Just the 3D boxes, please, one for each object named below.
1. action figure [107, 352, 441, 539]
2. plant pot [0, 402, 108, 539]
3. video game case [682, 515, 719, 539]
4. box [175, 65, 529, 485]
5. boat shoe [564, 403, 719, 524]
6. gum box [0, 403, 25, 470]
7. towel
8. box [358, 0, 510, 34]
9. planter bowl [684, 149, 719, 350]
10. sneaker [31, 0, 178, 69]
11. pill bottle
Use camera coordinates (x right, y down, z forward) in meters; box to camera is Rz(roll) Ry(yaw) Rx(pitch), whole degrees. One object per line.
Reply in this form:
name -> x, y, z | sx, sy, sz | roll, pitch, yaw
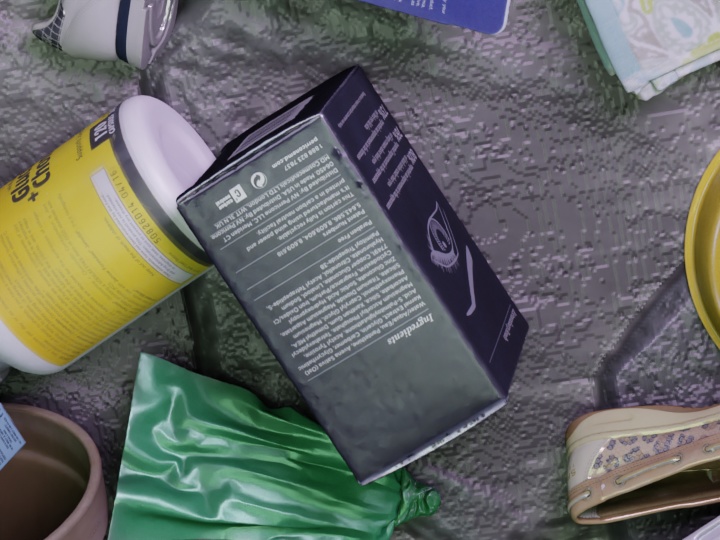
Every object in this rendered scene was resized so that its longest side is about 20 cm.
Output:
action figure -> -0.048, 0.127, 1.637 | 0.199, 0.055, 0.119 | 11, 82, -6
plant pot -> -0.239, 0.205, 1.642 | 0.199, 0.200, 0.174 | -5, 120, 10
video game case -> 0.285, 0.189, 1.579 | 0.182, 0.023, 0.200 | -36, 125, 16
box -> 0.000, 0.000, 1.555 | 0.104, 0.148, 0.200 | -31, 98, 15
boat shoe -> 0.220, 0.115, 1.582 | 0.199, 0.063, 0.073 | -8, 145, 18
gum box -> -0.321, 0.130, 1.553 | 0.170, 0.200, 0.045 | 24, 152, 36
towel -> 0.188, -0.210, 1.493 | 0.171, 0.048, 0.200 | -24, 116, 5
box -> 0.001, -0.211, 1.488 | 0.199, 0.032, 0.122 | 17, 116, 17
planter bowl -> 0.286, -0.001, 1.543 | 0.199, 0.083, 0.201 | 2, 106, 9
sneaker -> -0.146, -0.219, 1.563 | 0.080, 0.076, 0.201 | 14, 105, 15
pill bottle -> -0.177, -0.008, 1.599 | 0.200, 0.112, 0.112 | -33, 97, 15
